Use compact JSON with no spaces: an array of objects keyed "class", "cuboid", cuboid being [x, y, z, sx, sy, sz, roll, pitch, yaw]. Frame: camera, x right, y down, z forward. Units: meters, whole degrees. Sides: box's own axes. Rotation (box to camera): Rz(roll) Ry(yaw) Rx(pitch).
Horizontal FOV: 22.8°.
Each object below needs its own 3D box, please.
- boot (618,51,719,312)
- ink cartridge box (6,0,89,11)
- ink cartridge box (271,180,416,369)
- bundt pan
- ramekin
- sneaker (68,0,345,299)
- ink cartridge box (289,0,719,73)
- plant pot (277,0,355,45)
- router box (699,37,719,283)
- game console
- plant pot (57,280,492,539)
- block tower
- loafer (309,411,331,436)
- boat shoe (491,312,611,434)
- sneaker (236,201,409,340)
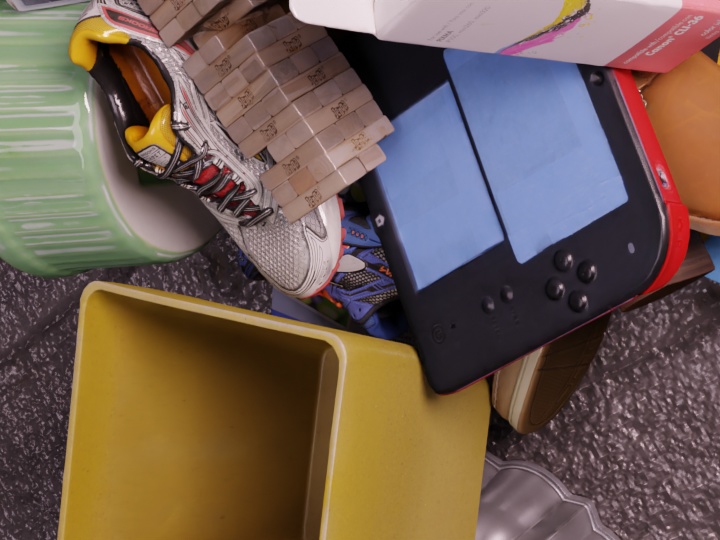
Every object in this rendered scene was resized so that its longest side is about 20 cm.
[{"class":"boot","cuboid":[0.165,-0.086,0.870,0.200,0.077,0.156,-34,76,48]},{"class":"ink cartridge box","cuboid":[-0.107,-0.255,1.010,0.199,0.043,0.199,-6,69,14]},{"class":"ink cartridge box","cuboid":[0.003,-0.003,1.100,0.119,0.042,0.201,19,118,31]},{"class":"bundt pan","cuboid":[0.075,0.219,1.100,0.201,0.076,0.203,13,114,32]},{"class":"ramekin","cuboid":[-0.150,-0.095,1.084,0.097,0.200,0.201,1,107,29]},{"class":"sneaker","cuboid":[-0.086,-0.064,0.962,0.078,0.082,0.200,-32,98,42]},{"class":"ink cartridge box","cuboid":[0.065,-0.160,0.785,0.067,0.199,0.117,-34,58,57]},{"class":"plant pot","cuboid":[0.026,-0.142,0.958,0.199,0.028,0.200,5,142,4]},{"class":"router box","cuboid":[0.224,-0.082,0.894,0.149,0.051,0.201,26,120,30]},{"class":"game console","cuboid":[0.066,-0.058,0.893,0.177,0.031,0.201,-30,71,38]},{"class":"plant pot","cuboid":[-0.035,0.118,1.008,0.199,0.176,0.201,11,97,41]},{"class":"block tower","cuboid":[-0.063,-0.126,0.922,0.058,0.054,0.200,-31,93,46]},{"class":"loafer","cuboid":[-0.076,0.124,1.180,0.199,0.070,0.075,-13,103,40]},{"class":"boat shoe","cuboid":[0.105,-0.008,1.004,0.066,0.074,0.201,25,109,32]},{"class":"sneaker","cuboid":[0.000,0.000,1.012,0.200,0.075,0.079,0,92,48]}]
